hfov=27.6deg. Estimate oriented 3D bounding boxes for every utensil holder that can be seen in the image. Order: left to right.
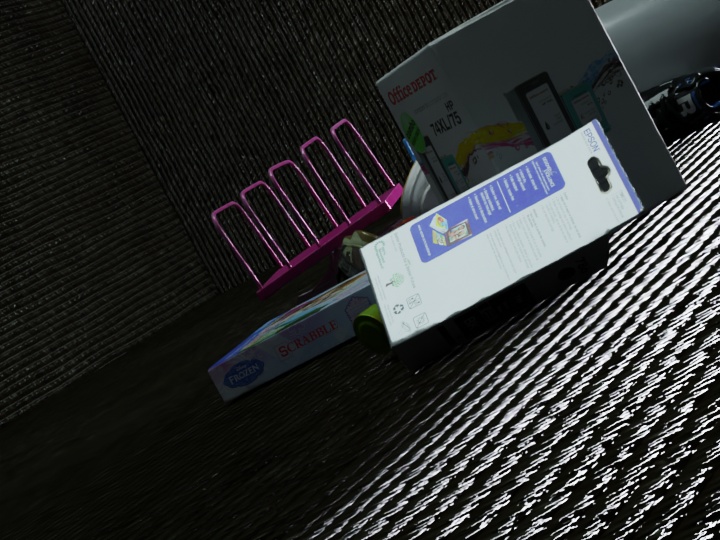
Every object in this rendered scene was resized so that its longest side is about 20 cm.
[{"bbox_3d":[0.341,-0.245,1.677,0.199,0.171,0.170,-27,4,-6],"label":"utensil holder"}]

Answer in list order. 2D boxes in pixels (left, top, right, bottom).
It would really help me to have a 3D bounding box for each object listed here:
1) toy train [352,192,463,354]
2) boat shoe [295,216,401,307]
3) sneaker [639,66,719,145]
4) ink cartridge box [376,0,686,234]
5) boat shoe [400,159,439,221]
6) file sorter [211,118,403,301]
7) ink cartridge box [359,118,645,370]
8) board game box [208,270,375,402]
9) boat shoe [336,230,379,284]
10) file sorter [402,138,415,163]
[{"bbox_3d":[0.034,0.022,1.172,0.116,0.085,0.199,-48,14,-33],"label":"toy train"},{"bbox_3d":[-0.003,-0.010,1.846,0.199,0.069,0.072,-30,4,1],"label":"boat shoe"},{"bbox_3d":[0.306,-0.161,1.524,0.199,0.074,0.112,-29,2,-17],"label":"sneaker"},{"bbox_3d":[0.136,-0.114,1.204,0.145,0.201,0.147,-30,4,-17],"label":"ink cartridge box"},{"bbox_3d":[0.113,-0.107,1.435,0.069,0.071,0.200,24,53,27],"label":"boat shoe"},{"bbox_3d":[-0.067,-0.082,1.823,0.199,0.126,0.139,-35,5,14],"label":"file sorter"},{"bbox_3d":[0.101,-0.018,1.034,0.199,0.039,0.100,-28,48,12],"label":"ink cartridge box"},{"bbox_3d":[-0.038,0.051,1.512,0.198,0.041,0.200,-28,4,17],"label":"board game box"},{"bbox_3d":[0.001,0.000,1.694,0.066,0.071,0.201,-62,1,-8],"label":"boat shoe"},{"bbox_3d":[0.198,-0.213,2.528,0.199,0.140,0.123,-28,1,12],"label":"file sorter"}]
